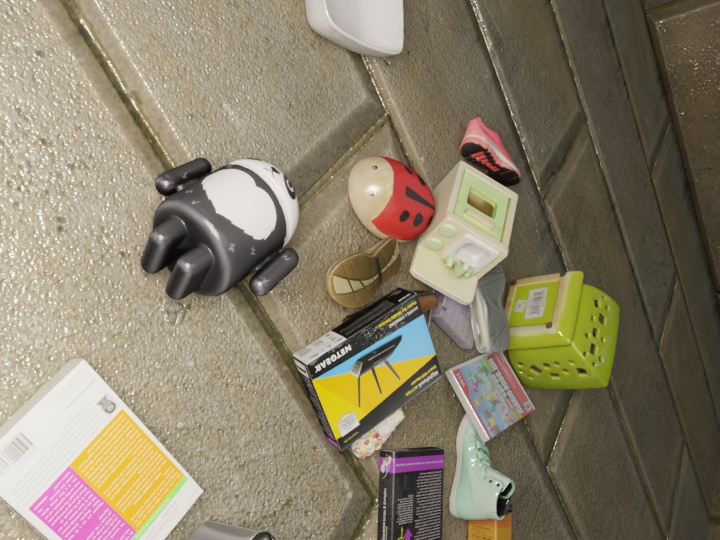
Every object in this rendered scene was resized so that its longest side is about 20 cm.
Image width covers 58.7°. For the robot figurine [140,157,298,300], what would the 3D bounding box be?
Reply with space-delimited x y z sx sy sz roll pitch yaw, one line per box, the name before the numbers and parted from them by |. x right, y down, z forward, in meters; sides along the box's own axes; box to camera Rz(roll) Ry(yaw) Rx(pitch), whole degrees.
robot figurine | -0.157 -0.052 0.744 0.200 0.123 0.152 -42 124 -44

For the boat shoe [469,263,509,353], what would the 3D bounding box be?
boat shoe | 0.231 0.053 1.207 0.073 0.065 0.205 -6 84 -31

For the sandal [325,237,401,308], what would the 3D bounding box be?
sandal | 0.000 0.000 0.985 0.199 0.053 0.082 -34 120 -54

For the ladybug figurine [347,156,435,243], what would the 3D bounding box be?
ladybug figurine | 0.061 -0.118 1.055 0.199 0.071 0.138 17 72 -48

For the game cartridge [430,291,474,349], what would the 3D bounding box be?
game cartridge | 0.197 0.034 1.231 0.130 0.038 0.202 47 52 -41

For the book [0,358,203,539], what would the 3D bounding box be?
book | -0.268 0.209 0.643 0.134 0.048 0.201 -51 122 -37

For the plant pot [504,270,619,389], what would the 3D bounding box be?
plant pot | 0.409 0.118 1.354 0.181 0.197 0.202 42 55 -31

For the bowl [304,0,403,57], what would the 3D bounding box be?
bowl | -0.019 -0.438 0.998 0.199 0.074 0.203 2 84 -51

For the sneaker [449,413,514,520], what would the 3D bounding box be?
sneaker | 0.235 0.353 1.170 0.073 0.117 0.203 32 61 -41

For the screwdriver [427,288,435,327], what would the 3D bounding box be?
screwdriver | 0.138 0.009 1.169 0.029 0.027 0.203 57 41 -69

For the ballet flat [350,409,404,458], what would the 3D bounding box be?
ballet flat | 0.047 0.201 1.006 0.076 0.063 0.201 52 50 -33

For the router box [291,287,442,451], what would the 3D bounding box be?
router box | 0.016 0.139 0.927 0.199 0.051 0.151 -31 115 -24

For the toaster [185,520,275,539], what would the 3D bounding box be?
toaster | -0.156 0.395 0.695 0.181 0.117 0.202 -42 117 -45

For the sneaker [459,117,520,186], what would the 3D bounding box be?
sneaker | 0.281 -0.247 1.335 0.199 0.073 0.088 32 60 -43

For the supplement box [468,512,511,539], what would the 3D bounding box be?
supplement box | 0.238 0.555 1.190 0.066 0.068 0.204 16 71 -47

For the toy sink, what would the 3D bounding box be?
toy sink | 0.184 -0.067 1.119 0.129 0.112 0.202 28 55 -10

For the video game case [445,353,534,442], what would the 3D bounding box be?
video game case | 0.254 0.234 1.236 0.199 0.017 0.144 -10 66 -50

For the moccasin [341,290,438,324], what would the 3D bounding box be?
moccasin | 0.056 0.083 1.022 0.200 0.073 0.079 -25 107 -48

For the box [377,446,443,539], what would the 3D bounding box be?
box | 0.083 0.396 1.047 0.142 0.036 0.204 15 73 -48
